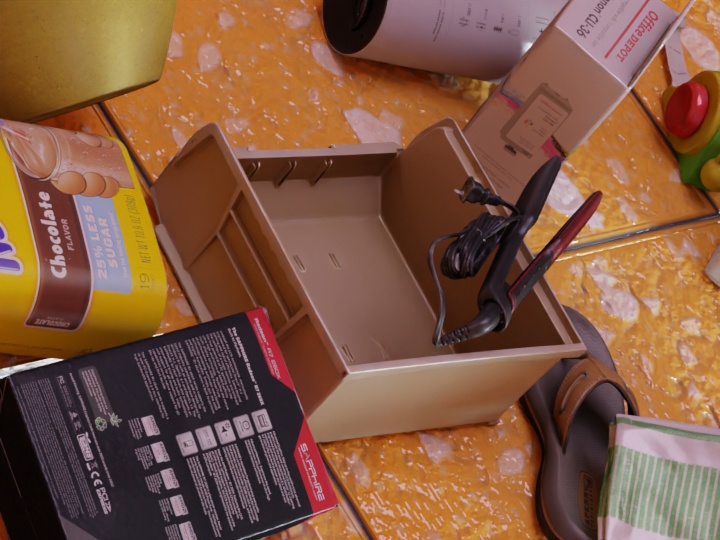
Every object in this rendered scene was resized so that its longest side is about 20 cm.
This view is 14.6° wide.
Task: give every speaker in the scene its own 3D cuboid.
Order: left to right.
[{"bbox_3d":[0.073,-0.175,1.960,0.199,0.081,0.081,7,49,-36],"label":"speaker"}]

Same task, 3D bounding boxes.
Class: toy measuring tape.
[{"bbox_3d":[0.259,-0.140,2.094,0.073,0.074,0.200,20,43,-25],"label":"toy measuring tape"}]

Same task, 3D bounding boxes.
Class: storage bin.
[{"bbox_3d":[0.000,0.000,1.718,0.200,0.094,0.199,-4,57,-42],"label":"storage bin"}]

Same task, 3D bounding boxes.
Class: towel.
[{"bbox_3d":[0.213,0.185,1.694,0.152,0.023,0.201,8,59,2],"label":"towel"}]

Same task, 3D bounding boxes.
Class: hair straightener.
[{"bbox_3d":[0.079,-0.016,1.704,0.077,0.041,0.200,41,42,0],"label":"hair straightener"}]

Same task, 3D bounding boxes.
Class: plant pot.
[{"bbox_3d":[-0.186,-0.165,1.665,0.200,0.200,0.142,-22,95,-49],"label":"plant pot"}]

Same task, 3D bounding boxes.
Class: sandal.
[{"bbox_3d":[0.143,0.097,1.777,0.082,0.055,0.200,24,41,-21],"label":"sandal"}]

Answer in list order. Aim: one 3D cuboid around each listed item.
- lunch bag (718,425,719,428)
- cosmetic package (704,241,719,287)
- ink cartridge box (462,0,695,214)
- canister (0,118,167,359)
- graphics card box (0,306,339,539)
[{"bbox_3d":[0.307,0.145,1.772,0.082,0.176,0.200,15,45,-29],"label":"lunch bag"},{"bbox_3d":[0.383,-0.046,2.002,0.166,0.200,0.167,39,38,-2],"label":"cosmetic package"},{"bbox_3d":[0.140,-0.129,1.874,0.067,0.200,0.117,40,38,-2],"label":"ink cartridge box"},{"bbox_3d":[-0.217,-0.022,1.561,0.200,0.087,0.149,8,49,-38],"label":"canister"},{"bbox_3d":[-0.112,0.101,1.535,0.200,0.051,0.126,-16,83,-48],"label":"graphics card box"}]
